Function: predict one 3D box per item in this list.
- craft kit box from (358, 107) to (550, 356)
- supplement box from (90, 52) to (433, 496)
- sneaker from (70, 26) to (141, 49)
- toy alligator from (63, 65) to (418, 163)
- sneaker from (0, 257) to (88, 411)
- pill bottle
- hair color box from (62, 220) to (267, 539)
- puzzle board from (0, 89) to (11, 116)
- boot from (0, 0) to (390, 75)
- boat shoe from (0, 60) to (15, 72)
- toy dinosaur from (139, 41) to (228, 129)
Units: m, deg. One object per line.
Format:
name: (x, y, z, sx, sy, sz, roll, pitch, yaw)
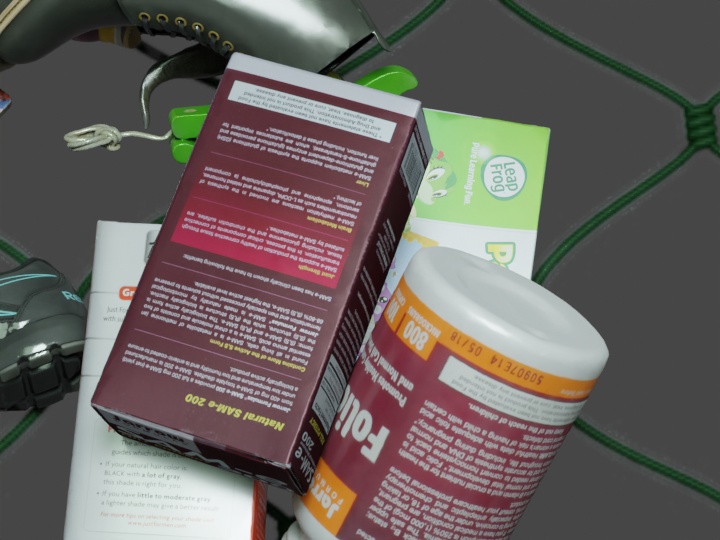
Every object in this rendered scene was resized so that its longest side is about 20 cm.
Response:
craft kit box: (0.000, 0.000, 1.074, 0.196, 0.049, 0.201, 9, 72, -3)
supplement box: (-0.046, 0.000, 0.944, 0.108, 0.061, 0.201, 16, 72, 15)
sneaker: (-0.157, -0.235, 1.124, 0.090, 0.075, 0.201, 11, 71, -4)
toy alligator: (-0.063, -0.071, 1.046, 0.199, 0.059, 0.055, -13, 113, -7)
sneaker: (-0.245, 0.054, 1.038, 0.199, 0.076, 0.079, -19, 60, -15)
pill bottle: (0.034, 0.099, 0.967, 0.114, 0.114, 0.201, 29, 105, 7)
hair color box: (-0.097, 0.078, 0.989, 0.101, 0.061, 0.201, 3, 73, 4)
puzzle board: (-0.330, -0.104, 1.104, 0.200, 0.017, 0.151, 36, 74, 9)
boot: (-0.097, -0.132, 1.016, 0.199, 0.077, 0.139, -31, 91, 10)
boat shoe: (-0.264, -0.190, 1.091, 0.067, 0.072, 0.201, -34, 73, 30)
toy dinosaur: (-0.064, -0.168, 1.102, 0.077, 0.102, 0.201, 15, 85, 34)
